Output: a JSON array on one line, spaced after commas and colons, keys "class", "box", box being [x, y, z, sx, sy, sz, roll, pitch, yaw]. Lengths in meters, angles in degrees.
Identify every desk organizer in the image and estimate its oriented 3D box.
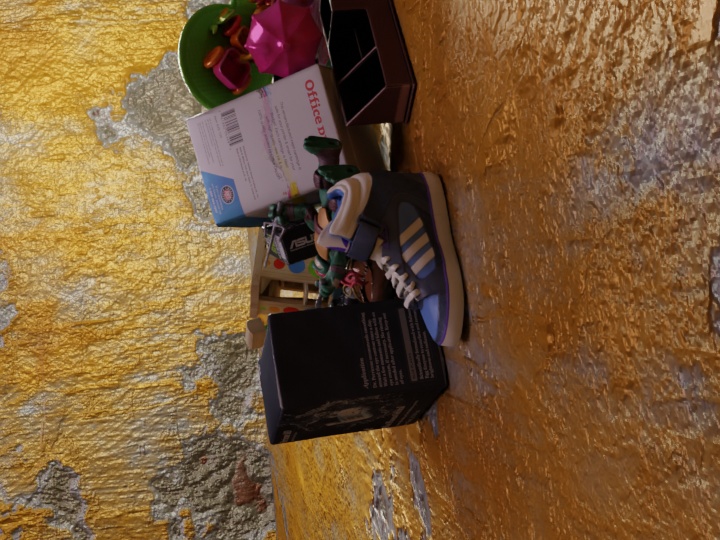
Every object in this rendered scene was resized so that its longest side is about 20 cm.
[{"class": "desk organizer", "box": [0.005, -0.274, 1.299, 0.072, 0.076, 0.202, 101, 160, -56]}]

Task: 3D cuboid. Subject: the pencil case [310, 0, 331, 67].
[{"class": "pencil case", "box": [-0.059, -0.360, 1.469, 0.087, 0.086, 0.202, 172, 104, -79]}]

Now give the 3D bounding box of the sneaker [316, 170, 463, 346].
[{"class": "sneaker", "box": [0.026, -0.010, 1.147, 0.081, 0.145, 0.202, 123, 140, -72]}]

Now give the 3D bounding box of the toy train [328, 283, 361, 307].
[{"class": "toy train", "box": [-0.019, 0.089, 1.608, 0.115, 0.084, 0.201, -94, 6, -51]}]

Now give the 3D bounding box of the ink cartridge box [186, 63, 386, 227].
[{"class": "ink cartridge box", "box": [-0.091, -0.156, 1.379, 0.146, 0.198, 0.148, -6, -102, -69]}]

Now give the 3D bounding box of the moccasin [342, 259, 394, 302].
[{"class": "moccasin", "box": [0.000, -0.001, 1.457, 0.202, 0.077, 0.074, -113, 20, -56]}]

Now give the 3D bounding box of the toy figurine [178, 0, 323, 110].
[{"class": "toy figurine", "box": [-0.113, -0.305, 1.367, 0.183, 0.150, 0.201, -3, 52, 51]}]

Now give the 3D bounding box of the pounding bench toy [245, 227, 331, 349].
[{"class": "pounding bench toy", "box": [-0.096, 0.037, 1.691, 0.125, 0.154, 0.202, 104, 173, -62]}]

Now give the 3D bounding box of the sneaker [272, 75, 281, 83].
[{"class": "sneaker", "box": [-0.114, -0.280, 1.813, 0.075, 0.079, 0.202, 5, 112, 46]}]

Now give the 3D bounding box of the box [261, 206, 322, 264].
[{"class": "box", "box": [-0.043, -0.060, 1.432, 0.200, 0.159, 0.045, -156, 47, -78]}]

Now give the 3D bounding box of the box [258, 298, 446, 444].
[{"class": "box", "box": [-0.017, 0.125, 1.299, 0.197, 0.198, 0.119, 111, 151, -67]}]

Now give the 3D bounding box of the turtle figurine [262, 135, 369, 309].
[{"class": "turtle figurine", "box": [-0.046, -0.049, 1.269, 0.150, 0.100, 0.202, 40, 134, 36]}]
